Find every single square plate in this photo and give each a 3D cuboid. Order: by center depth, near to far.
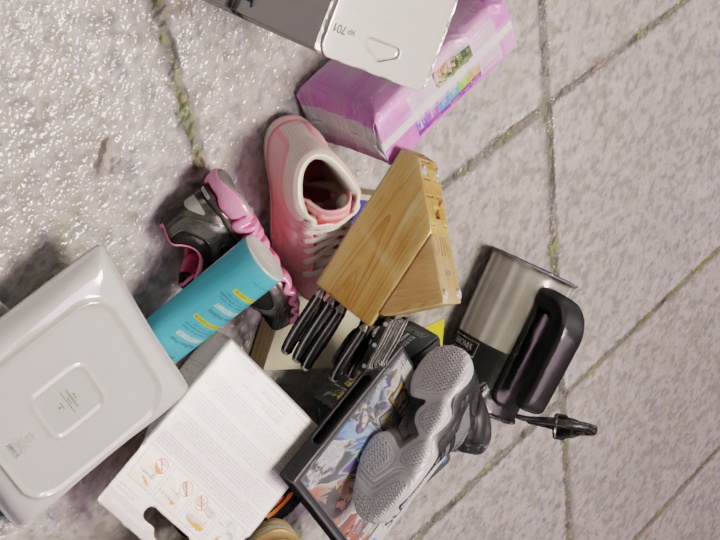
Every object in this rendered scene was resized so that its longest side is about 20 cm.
[{"bbox_3d":[-0.254,0.107,1.107,0.198,0.028,0.201,-40,135,-17],"label":"square plate"}]

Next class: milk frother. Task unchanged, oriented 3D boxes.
[{"bbox_3d":[0.220,0.100,1.597,0.199,0.180,0.189,20,97,-50],"label":"milk frother"}]

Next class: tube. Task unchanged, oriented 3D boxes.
[{"bbox_3d":[-0.160,0.047,1.185,0.200,0.051,0.077,-38,140,16],"label":"tube"}]

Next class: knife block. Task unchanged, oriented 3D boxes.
[{"bbox_3d":[0.000,0.000,1.232,0.064,0.174,0.202,3,77,-71],"label":"knife block"}]

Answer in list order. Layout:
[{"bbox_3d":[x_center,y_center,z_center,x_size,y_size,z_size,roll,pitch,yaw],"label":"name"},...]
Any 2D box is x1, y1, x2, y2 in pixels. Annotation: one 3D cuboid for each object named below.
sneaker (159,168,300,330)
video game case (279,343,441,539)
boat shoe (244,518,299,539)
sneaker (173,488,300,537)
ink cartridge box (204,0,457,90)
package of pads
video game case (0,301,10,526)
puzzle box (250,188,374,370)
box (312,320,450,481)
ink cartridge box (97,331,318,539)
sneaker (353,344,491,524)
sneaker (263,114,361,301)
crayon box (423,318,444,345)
[{"bbox_3d":[-0.126,-0.004,1.228,0.095,0.079,0.201,-35,135,-8],"label":"sneaker"},{"bbox_3d":[0.015,0.198,1.374,0.181,0.025,0.200,-50,140,-18],"label":"video game case"},{"bbox_3d":[-0.144,0.317,1.356,0.074,0.069,0.200,34,110,-32],"label":"boat shoe"},{"bbox_3d":[-0.112,0.250,1.388,0.199,0.070,0.091,-28,128,-40],"label":"sneaker"},{"bbox_3d":[-0.044,-0.230,1.066,0.146,0.199,0.086,10,104,-52],"label":"ink cartridge box"},{"bbox_3d":[0.045,-0.196,1.258,0.200,0.120,0.076,-46,136,-21],"label":"package of pads"},{"bbox_3d":[-0.328,0.128,1.095,0.183,0.023,0.200,-52,142,-14],"label":"video game case"},{"bbox_3d":[-0.036,0.008,1.367,0.133,0.025,0.202,4,108,-50],"label":"puzzle box"},{"bbox_3d":[0.028,0.179,1.441,0.157,0.051,0.201,-35,135,-32],"label":"box"},{"bbox_3d":[-0.148,0.187,1.278,0.200,0.050,0.161,-50,118,-15],"label":"ink cartridge box"},{"bbox_3d":[0.075,0.185,1.354,0.201,0.075,0.114,-59,139,-10],"label":"sneaker"},{"bbox_3d":[-0.041,-0.041,1.241,0.075,0.105,0.202,-20,120,-16],"label":"sneaker"},{"bbox_3d":[0.033,0.152,1.516,0.126,0.051,0.202,-21,127,-41],"label":"crayon box"}]
